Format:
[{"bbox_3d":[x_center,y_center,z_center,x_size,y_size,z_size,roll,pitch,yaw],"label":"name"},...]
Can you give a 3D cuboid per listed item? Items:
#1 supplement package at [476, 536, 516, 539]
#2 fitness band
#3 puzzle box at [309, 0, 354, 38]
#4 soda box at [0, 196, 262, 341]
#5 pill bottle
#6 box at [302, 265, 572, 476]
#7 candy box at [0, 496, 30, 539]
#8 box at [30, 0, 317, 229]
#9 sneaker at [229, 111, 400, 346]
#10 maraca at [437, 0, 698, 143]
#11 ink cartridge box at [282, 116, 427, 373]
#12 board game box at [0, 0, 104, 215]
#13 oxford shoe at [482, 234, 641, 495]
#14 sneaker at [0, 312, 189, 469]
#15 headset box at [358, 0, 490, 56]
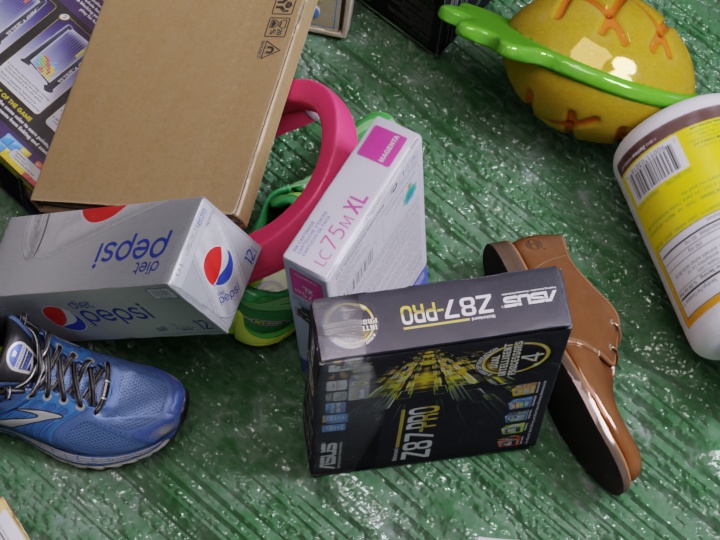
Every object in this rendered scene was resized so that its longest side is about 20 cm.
[{"bbox_3d":[0.162,0.248,1.309,0.198,0.117,0.118,5,65,-1],"label":"supplement package"},{"bbox_3d":[-0.082,-0.052,1.408,0.199,0.037,0.145,-21,48,34],"label":"fitness band"},{"bbox_3d":[-0.062,-0.249,1.474,0.132,0.201,0.026,11,56,2],"label":"puzzle box"},{"bbox_3d":[-0.162,0.001,1.366,0.199,0.063,0.069,-4,56,43],"label":"soda box"},{"bbox_3d":[0.259,-0.014,1.436,0.108,0.109,0.201,-17,68,-11],"label":"pill bottle"},{"bbox_3d":[0.045,0.068,1.336,0.160,0.200,0.050,-5,64,-6],"label":"box"},{"bbox_3d":[-0.292,0.229,1.289,0.199,0.117,0.057,-32,71,-17],"label":"candy box"},{"bbox_3d":[-0.126,-0.125,1.419,0.162,0.021,0.201,5,64,24],"label":"box"},{"bbox_3d":[-0.024,-0.034,1.442,0.074,0.084,0.201,32,67,11],"label":"sneaker"},{"bbox_3d":[0.151,-0.153,1.478,0.198,0.137,0.108,14,104,-20],"label":"maraca"},{"bbox_3d":[0.000,0.000,1.367,0.042,0.200,0.120,26,66,18],"label":"ink cartridge box"},{"bbox_3d":[-0.220,-0.141,1.493,0.200,0.057,0.165,43,68,14],"label":"board game box"},{"bbox_3d":[0.155,0.058,1.422,0.071,0.071,0.201,-16,66,-16],"label":"oxford shoe"},{"bbox_3d":[-0.213,0.078,1.376,0.198,0.089,0.079,7,66,0],"label":"sneaker"},{"bbox_3d":[0.057,-0.297,1.560,0.174,0.093,0.200,37,68,13],"label":"headset box"}]
